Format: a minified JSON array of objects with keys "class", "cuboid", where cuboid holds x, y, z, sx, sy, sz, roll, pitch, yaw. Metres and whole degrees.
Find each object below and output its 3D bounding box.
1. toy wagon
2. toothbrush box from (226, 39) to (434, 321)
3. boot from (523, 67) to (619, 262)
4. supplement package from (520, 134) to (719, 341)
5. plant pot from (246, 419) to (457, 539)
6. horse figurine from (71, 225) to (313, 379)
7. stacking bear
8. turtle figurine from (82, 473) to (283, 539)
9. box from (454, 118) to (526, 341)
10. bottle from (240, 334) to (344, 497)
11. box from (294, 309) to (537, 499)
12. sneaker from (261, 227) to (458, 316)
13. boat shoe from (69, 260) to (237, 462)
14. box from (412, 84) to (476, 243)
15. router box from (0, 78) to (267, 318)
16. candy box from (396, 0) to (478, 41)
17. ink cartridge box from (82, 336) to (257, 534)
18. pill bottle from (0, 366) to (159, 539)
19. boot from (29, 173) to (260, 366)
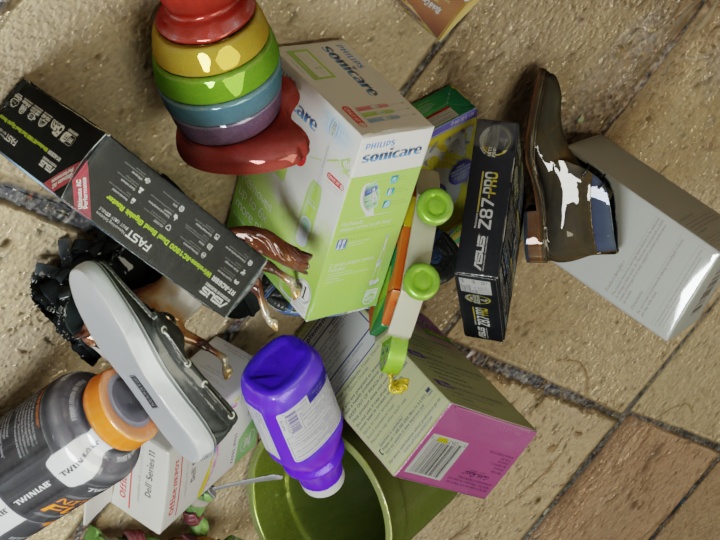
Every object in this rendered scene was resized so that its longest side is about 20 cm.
[{"class":"toy wagon","cuboid":[0.039,0.011,1.664,0.155,0.039,0.202,134,-32,-75]},{"class":"toothbrush box","cuboid":[-0.032,-0.081,1.631,0.085,0.146,0.201,-11,134,-37]},{"class":"boot","cuboid":[0.217,-0.105,1.856,0.075,0.096,0.202,-54,145,-68]},{"class":"supplement package","cuboid":[0.288,-0.038,1.931,0.117,0.199,0.118,-22,145,-60]},{"class":"plant pot","cuboid":[0.011,0.230,1.983,0.189,0.199,0.201,-23,142,-48]},{"class":"horse figurine","cuboid":[-0.136,0.025,1.584,0.200,0.050,0.132,-42,115,12]},{"class":"stacking bear","cuboid":[-0.117,-0.188,1.472,0.112,0.122,0.201,-13,130,-1]},{"class":"turtle figurine","cuboid":[-0.172,0.288,1.873,0.192,0.199,0.146,-7,96,-36]},{"class":"box","cuboid":[0.131,-0.036,1.808,0.200,0.049,0.163,69,31,-70]},{"class":"bottle","cuboid":[-0.058,0.150,1.792,0.084,0.065,0.201,-45,144,-21]},{"class":"box","cuboid":[0.052,0.124,1.877,0.097,0.200,0.175,-52,145,12]},{"class":"sneaker","cuboid":[0.000,0.000,1.782,0.198,0.077,0.077,-9,167,-6]},{"class":"boat shoe","cuboid":[-0.174,0.069,1.540,0.057,0.068,0.201,-41,111,-28]},{"class":"box","cuboid":[0.058,-0.076,1.815,0.117,0.048,0.201,-29,144,-21]},{"class":"router box","cuboid":[-0.187,-0.057,1.451,0.062,0.150,0.200,-53,130,-3]},{"class":"candy box","cuboid":[0.055,-0.298,1.576,0.117,0.056,0.200,-46,144,1]},{"class":"ink cartridge box","cuboid":[-0.177,0.167,1.750,0.200,0.067,0.118,-41,151,-43]},{"class":"pill bottle","cuboid":[-0.265,0.157,1.607,0.199,0.107,0.106,-32,154,32]},{"class":"boot","cuboid":[-0.192,0.021,1.637,0.162,0.073,0.199,-42,138,-7]}]
